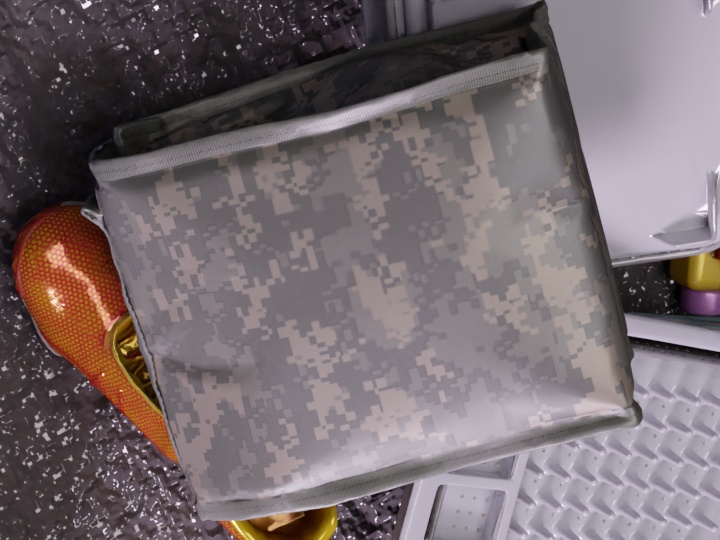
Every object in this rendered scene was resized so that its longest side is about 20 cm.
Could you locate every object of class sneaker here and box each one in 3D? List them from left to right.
[{"bbox_3d":[-0.073,0.045,1.227,0.073,0.077,0.200,-46,116,-7],"label":"sneaker"}]

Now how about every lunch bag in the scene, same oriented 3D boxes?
[{"bbox_3d":[0.000,0.000,1.154,0.199,0.118,0.165,-15,105,7],"label":"lunch bag"}]

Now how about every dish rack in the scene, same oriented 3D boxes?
[{"bbox_3d":[0.091,-0.074,1.226,0.171,0.044,0.201,-7,127,-1],"label":"dish rack"},{"bbox_3d":[0.103,0.099,1.294,0.199,0.044,0.172,10,100,-28],"label":"dish rack"}]

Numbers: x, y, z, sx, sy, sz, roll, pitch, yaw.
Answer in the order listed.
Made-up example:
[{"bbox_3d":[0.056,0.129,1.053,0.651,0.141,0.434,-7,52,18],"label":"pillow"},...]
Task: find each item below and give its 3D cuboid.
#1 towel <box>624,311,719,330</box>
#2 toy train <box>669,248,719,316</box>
[{"bbox_3d":[0.126,0.104,1.356,0.199,0.048,0.172,4,101,-27],"label":"towel"},{"bbox_3d":[0.188,-0.060,1.339,0.199,0.056,0.151,-29,114,-17],"label":"toy train"}]
